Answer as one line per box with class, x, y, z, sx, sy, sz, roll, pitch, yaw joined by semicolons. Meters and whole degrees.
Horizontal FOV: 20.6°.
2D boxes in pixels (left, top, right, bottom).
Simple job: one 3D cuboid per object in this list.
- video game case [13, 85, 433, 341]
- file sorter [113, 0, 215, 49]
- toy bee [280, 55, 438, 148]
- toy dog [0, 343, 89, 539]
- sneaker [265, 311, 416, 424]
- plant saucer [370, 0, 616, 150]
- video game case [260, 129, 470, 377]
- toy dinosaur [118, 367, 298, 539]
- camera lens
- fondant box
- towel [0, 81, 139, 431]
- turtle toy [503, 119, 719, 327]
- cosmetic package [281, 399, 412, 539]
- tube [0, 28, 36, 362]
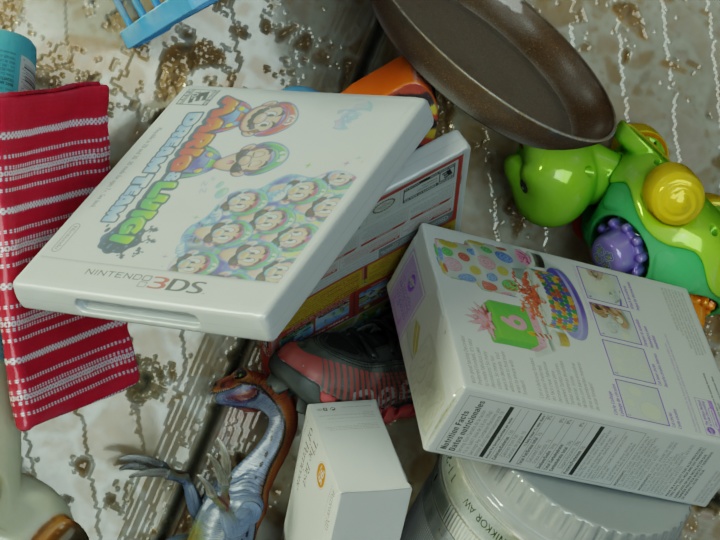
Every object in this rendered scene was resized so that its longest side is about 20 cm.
video game case;-0.078;-0.040;1.157;0.200;0.181;0.024;-54;137;-38
file sorter;-0.090;-0.228;1.194;0.138;0.200;0.123;-30;98;-15
toy bee;-0.033;-0.063;1.279;0.109;0.199;0.131;62;35;-36
toy dog;-0.250;0.122;1.204;0.194;0.139;0.201;-37;105;-51
sneaker;0.028;0.054;1.281;0.200;0.071;0.098;8;113;-40
plant saucer;0.078;-0.142;1.275;0.200;0.201;0.032;33;115;-18
video game case;0.000;0.000;1.248;0.143;0.200;0.017;-28;65;-16
toy dinosaur;-0.095;0.161;1.285;0.182;0.105;0.200;-47;139;-14
camera lens;0.102;0.189;1.268;0.159;0.160;0.201;16;121;-19
fondant box;0.125;0.058;1.218;0.199;0.145;0.058;14;128;-23
towel;-0.182;-0.013;1.211;0.022;0.145;0.201;-4;95;21
turtle toy;0.187;-0.034;1.339;0.200;0.146;0.101;41;101;-15
cosmetic package;-0.018;0.184;1.247;0.050;0.083;0.201;-3;127;-19
tube;-0.223;-0.046;1.193;0.077;0.050;0.201;25;56;-48
